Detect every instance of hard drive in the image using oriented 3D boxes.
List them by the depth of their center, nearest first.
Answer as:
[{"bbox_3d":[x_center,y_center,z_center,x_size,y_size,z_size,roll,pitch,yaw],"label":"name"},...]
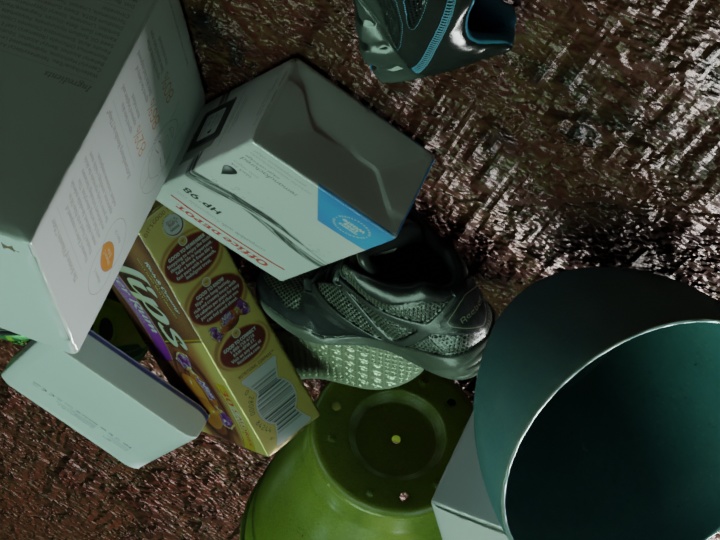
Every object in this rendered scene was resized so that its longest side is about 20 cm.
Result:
[{"bbox_3d":[-0.194,0.093,1.901,0.132,0.025,0.200,35,161,-8],"label":"hard drive"}]

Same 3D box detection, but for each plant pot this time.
[{"bbox_3d":[0.150,0.076,1.596,0.200,0.200,0.135,47,-175,-42],"label":"plant pot"},{"bbox_3d":[0.015,0.165,1.909,0.199,0.201,0.193,23,148,6],"label":"plant pot"}]

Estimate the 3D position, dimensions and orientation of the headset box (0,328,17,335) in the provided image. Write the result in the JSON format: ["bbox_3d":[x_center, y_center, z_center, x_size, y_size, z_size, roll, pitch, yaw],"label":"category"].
[{"bbox_3d":[-0.291,-0.034,1.769,0.173,0.093,0.200,0,155,-23],"label":"headset box"}]

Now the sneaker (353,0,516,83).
[{"bbox_3d":[0.020,-0.173,1.333,0.081,0.074,0.200,-4,152,22],"label":"sneaker"}]

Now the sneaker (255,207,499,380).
[{"bbox_3d":[0.000,0.000,1.703,0.199,0.076,0.115,17,143,41],"label":"sneaker"}]

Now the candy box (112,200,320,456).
[{"bbox_3d":[-0.118,0.029,1.797,0.116,0.056,0.201,14,139,58],"label":"candy box"}]

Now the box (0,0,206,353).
[{"bbox_3d":[-0.191,-0.080,1.559,0.106,0.201,0.153,19,156,15],"label":"box"}]

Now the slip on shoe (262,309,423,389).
[{"bbox_3d":[-0.020,0.043,1.824,0.074,0.061,0.199,45,154,-28],"label":"slip on shoe"}]

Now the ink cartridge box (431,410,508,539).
[{"bbox_3d":[0.124,0.158,1.813,0.084,0.145,0.200,18,156,18],"label":"ink cartridge box"}]

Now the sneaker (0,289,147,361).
[{"bbox_3d":[-0.253,0.038,1.983,0.199,0.074,0.084,15,151,25],"label":"sneaker"}]

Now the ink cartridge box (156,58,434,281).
[{"bbox_3d":[-0.055,-0.057,1.639,0.115,0.067,0.200,33,156,-19],"label":"ink cartridge box"}]
